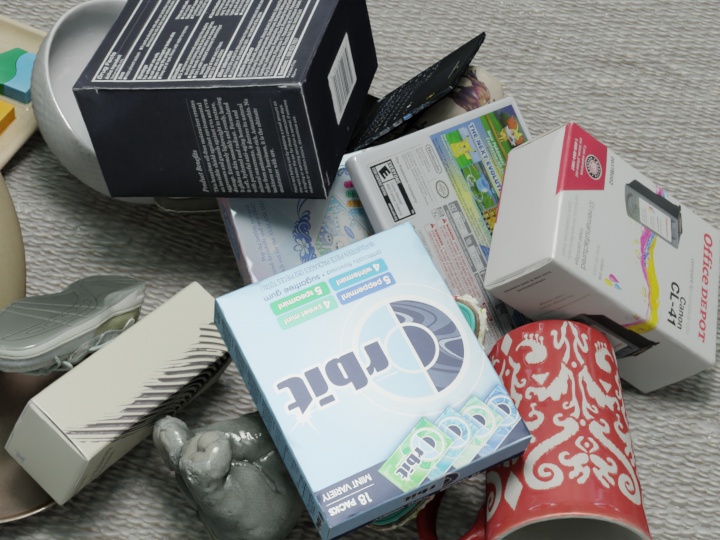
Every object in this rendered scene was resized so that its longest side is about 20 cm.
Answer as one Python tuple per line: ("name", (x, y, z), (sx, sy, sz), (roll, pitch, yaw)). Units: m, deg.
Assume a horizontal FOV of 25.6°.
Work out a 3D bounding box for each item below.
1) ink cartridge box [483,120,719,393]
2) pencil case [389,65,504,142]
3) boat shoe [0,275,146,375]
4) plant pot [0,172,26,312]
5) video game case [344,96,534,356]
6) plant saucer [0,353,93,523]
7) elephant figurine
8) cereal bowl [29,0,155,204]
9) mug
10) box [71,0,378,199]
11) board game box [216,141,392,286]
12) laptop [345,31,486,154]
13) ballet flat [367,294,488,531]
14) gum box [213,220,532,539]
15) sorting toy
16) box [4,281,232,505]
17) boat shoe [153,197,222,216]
("ink cartridge box", (0.210, -0.010, 1.347), (0.200, 0.086, 0.148), (30, 53, -27))
("pencil case", (0.057, -0.106, 1.486), (0.078, 0.089, 0.200), (47, 57, -9))
("boat shoe", (-0.232, 0.052, 1.275), (0.074, 0.065, 0.202), (7, 14, 15))
("plant pot", (-0.347, 0.013, 1.273), (0.200, 0.200, 0.135), (-37, 98, -28))
("video game case", (0.101, -0.033, 1.364), (0.182, 0.022, 0.200), (-23, 87, -30))
("plant saucer", (-0.302, 0.127, 1.304), (0.200, 0.032, 0.200), (3, 52, -3))
("elephant figurine", (-0.051, 0.124, 1.254), (0.200, 0.155, 0.141), (-31, 38, -15))
("cereal bowl", (-0.219, -0.146, 1.469), (0.200, 0.083, 0.200), (20, 53, -29))
("mug", (0.138, 0.146, 1.263), (0.177, 0.134, 0.200), (4, 48, -3))
("box", (-0.107, -0.164, 1.347), (0.198, 0.123, 0.200), (2, 41, 16))
("board game box", (0.000, 0.000, 1.365), (0.199, 0.043, 0.200), (-16, 84, -17))
("laptop", (-0.003, -0.183, 1.481), (0.103, 0.200, 0.177), (53, 26, -12))
("ballet flat", (0.056, 0.116, 1.271), (0.076, 0.064, 0.200), (23, 85, 14))
("gum box", (0.007, 0.080, 1.198), (0.170, 0.045, 0.200), (-22, 68, -16))
("sorting toy", (-0.385, -0.177, 1.513), (0.185, 0.036, 0.200), (22, 54, 12))
("box", (-0.185, 0.095, 1.273), (0.068, 0.082, 0.200), (44, 47, 7))
("boat shoe", (-0.098, -0.076, 1.430), (0.202, 0.060, 0.072), (-14, 41, -33))
